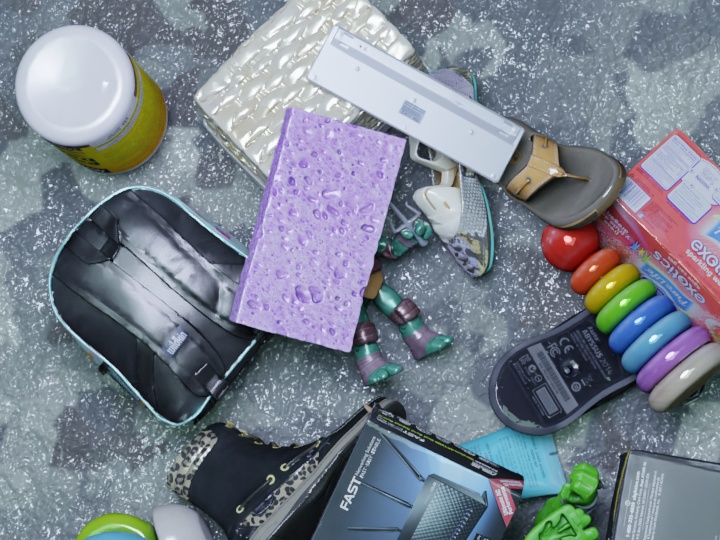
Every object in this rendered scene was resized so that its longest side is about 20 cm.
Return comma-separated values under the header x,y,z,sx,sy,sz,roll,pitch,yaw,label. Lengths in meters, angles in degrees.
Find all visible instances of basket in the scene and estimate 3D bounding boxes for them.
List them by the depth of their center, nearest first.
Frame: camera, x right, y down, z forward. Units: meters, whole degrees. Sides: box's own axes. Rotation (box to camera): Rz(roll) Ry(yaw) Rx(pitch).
x,y,z,sx,sy,sz,roll,pitch,yaw,label
-0.046,-0.170,1.561,0.200,0.123,0.136,-45,81,0,basket

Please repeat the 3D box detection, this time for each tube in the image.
x,y,z,sx,sy,sz,roll,pitch,yaw,label
0.089,0.196,1.544,0.199,0.050,0.078,-16,82,-1,tube

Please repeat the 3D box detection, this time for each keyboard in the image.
x,y,z,sx,sy,sz,roll,pitch,yaw,label
0.050,-0.151,1.495,0.199,0.011,0.056,28,95,-5,keyboard

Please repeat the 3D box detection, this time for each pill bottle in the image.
x,y,z,sx,sy,sz,roll,pitch,yaw,label
-0.244,-0.153,1.542,0.109,0.200,0.110,-1,83,6,pill bottle

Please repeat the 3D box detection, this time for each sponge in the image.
x,y,z,sx,sy,sz,roll,pitch,yaw,label
-0.037,-0.037,1.474,0.111,0.030,0.201,16,86,-17,sponge

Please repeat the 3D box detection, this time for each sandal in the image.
x,y,z,sx,sy,sz,roll,pitch,yaw,label
0.161,-0.098,1.511,0.082,0.054,0.200,-57,40,6,sandal

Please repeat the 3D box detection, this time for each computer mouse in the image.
x,y,z,sx,sy,sz,roll,pitch,yaw,label
0.210,0.093,1.543,0.199,0.053,0.139,-24,79,-10,computer mouse

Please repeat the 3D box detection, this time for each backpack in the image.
x,y,z,sx,sy,sz,roll,pitch,yaw,label
-0.187,0.023,1.535,0.200,0.153,0.176,40,89,-8,backpack

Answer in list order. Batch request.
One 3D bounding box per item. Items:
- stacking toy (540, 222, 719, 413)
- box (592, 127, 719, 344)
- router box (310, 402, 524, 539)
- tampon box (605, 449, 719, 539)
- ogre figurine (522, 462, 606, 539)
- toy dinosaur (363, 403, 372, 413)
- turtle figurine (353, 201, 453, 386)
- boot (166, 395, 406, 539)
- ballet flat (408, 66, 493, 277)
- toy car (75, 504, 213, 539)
x,y,z,sx,sy,sz,roll,pitch,yaw,label
0.239,0.030,1.501,0.085,0.085,0.200,-39,74,0,stacking toy
0.314,-0.016,1.507,0.103,0.095,0.200,-41,80,-19,box
0.036,0.239,1.444,0.149,0.062,0.201,25,100,3,router box
0.278,0.240,1.438,0.126,0.200,0.151,10,83,8,tampon box
0.161,0.270,1.488,0.098,0.120,0.201,5,85,3,ogre figurine
0.072,0.210,1.488,0.106,0.060,0.201,-10,112,-2,toy dinosaur
0.000,0.000,1.547,0.149,0.101,0.201,-28,90,-11,turtle figurine
-0.071,0.169,1.532,0.153,0.074,0.204,30,68,38,boot
0.079,-0.092,1.558,0.072,0.072,0.202,-6,88,5,ballet flat
-0.207,0.317,1.506,0.174,0.150,0.201,-25,81,3,toy car
